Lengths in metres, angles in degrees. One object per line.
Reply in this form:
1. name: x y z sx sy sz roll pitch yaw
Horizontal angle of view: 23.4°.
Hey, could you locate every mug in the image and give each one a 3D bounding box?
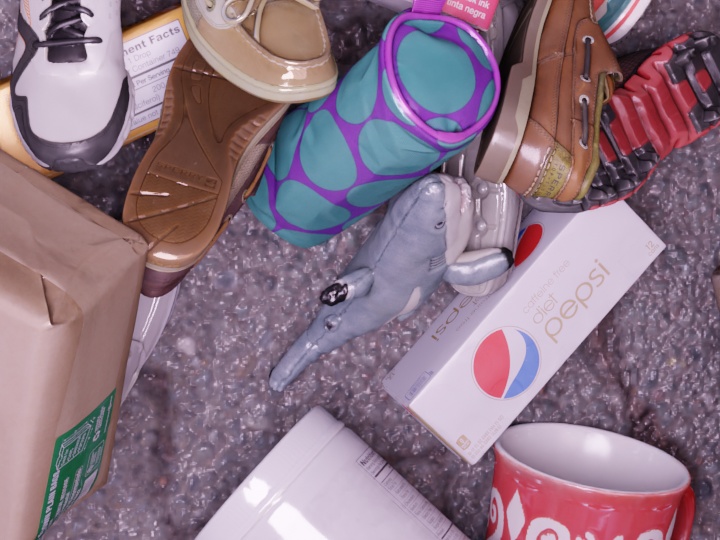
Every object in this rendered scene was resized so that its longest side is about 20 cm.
1. mug: 0.161 0.223 1.194 0.176 0.133 0.201 6 103 -16

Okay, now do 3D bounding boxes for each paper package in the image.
1. paper package: -0.226 0.036 0.964 0.190 0.103 0.201 30 129 16

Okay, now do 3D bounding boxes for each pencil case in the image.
1. pencil case: 0.000 -0.085 1.040 0.085 0.200 0.093 5 71 -30

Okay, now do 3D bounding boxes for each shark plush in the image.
1. shark plush: 0.000 0.000 1.106 0.199 0.083 0.091 -32 81 31

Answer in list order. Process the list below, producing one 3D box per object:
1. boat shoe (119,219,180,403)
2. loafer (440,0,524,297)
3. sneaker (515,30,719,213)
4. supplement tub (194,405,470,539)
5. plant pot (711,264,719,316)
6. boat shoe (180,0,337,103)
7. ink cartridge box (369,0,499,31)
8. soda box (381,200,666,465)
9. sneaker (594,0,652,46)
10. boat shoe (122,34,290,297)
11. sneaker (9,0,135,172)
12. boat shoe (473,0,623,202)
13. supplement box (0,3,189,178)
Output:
1. boat shoe: -0.172 0.058 1.087 0.072 0.066 0.201 36 89 -20
2. loafer: 0.087 -0.084 1.135 0.070 0.070 0.202 -7 102 -48
3. sneaker: 0.158 -0.090 1.129 0.200 0.098 0.071 -34 104 -34
4. supplement tub: 0.004 0.199 1.103 0.200 0.132 0.132 41 87 4
5. plant pot: 0.333 0.051 1.191 0.199 0.200 0.174 -31 93 -9
6. boat shoe: -0.070 -0.178 1.005 0.073 0.201 0.063 -11 141 -22
7. ink cartridge box: 0.053 -0.257 1.050 0.084 0.145 0.201 18 96 -21
8. soda box: 0.109 0.030 1.171 0.068 0.064 0.200 43 87 -20
9. sneaker: 0.170 -0.250 1.128 0.093 0.070 0.201 25 96 -26
10. boat shoe: -0.086 -0.071 1.010 0.072 0.072 0.201 19 58 1
11. sneaker: -0.168 -0.150 0.988 0.073 0.080 0.201 -4 64 -2
12. boat shoe: 0.119 -0.114 1.040 0.068 0.072 0.201 21 51 -3
13. supplement box: -0.182 -0.096 1.053 0.199 0.067 0.069 -24 104 -12
